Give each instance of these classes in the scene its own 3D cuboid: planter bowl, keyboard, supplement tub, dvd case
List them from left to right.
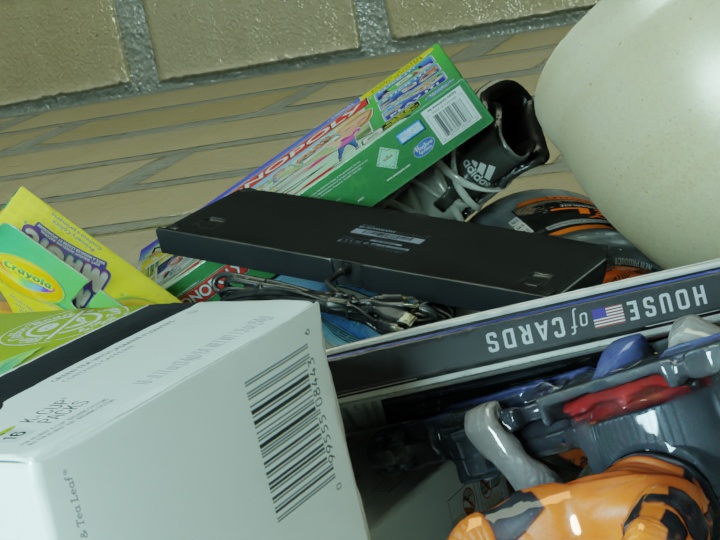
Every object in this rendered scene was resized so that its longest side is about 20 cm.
[{"bbox_3d":[0.000,0.000,0.856,0.200,0.021,0.127,9,22,28],"label":"keyboard"},{"bbox_3d":[0.080,0.029,0.765,0.200,0.025,0.150,-12,-9,0],"label":"dvd case"},{"bbox_3d":[0.110,0.030,1.006,0.122,0.123,0.200,-13,12,-4],"label":"supplement tub"},{"bbox_3d":[0.195,-0.058,0.886,0.200,0.135,0.200,-20,-21,-8],"label":"planter bowl"}]

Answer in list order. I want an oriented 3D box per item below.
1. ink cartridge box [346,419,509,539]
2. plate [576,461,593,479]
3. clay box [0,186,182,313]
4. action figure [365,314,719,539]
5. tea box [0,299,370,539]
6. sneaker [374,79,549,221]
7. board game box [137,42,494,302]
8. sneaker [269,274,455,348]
[{"bbox_3d":[-0.052,0.133,0.788,0.175,0.084,0.200,-6,13,29],"label":"ink cartridge box"},{"bbox_3d":[0.160,0.066,0.807,0.199,0.032,0.200,-36,4,11],"label":"plate"},{"bbox_3d":[-0.151,0.037,0.948,0.200,0.115,0.048,-40,17,52],"label":"clay box"},{"bbox_3d":[0.075,0.088,0.672,0.200,0.105,0.193,-19,10,45],"label":"action figure"},{"bbox_3d":[-0.102,0.124,0.602,0.196,0.200,0.134,-3,16,35],"label":"tea box"},{"bbox_3d":[0.026,-0.036,1.034,0.201,0.076,0.115,-52,10,-33],"label":"sneaker"},{"bbox_3d":[-0.028,-0.040,1.008,0.200,0.029,0.135,-35,14,5],"label":"board game box"},{"bbox_3d":[0.018,0.024,0.924,0.200,0.078,0.090,20,69,44],"label":"sneaker"}]
